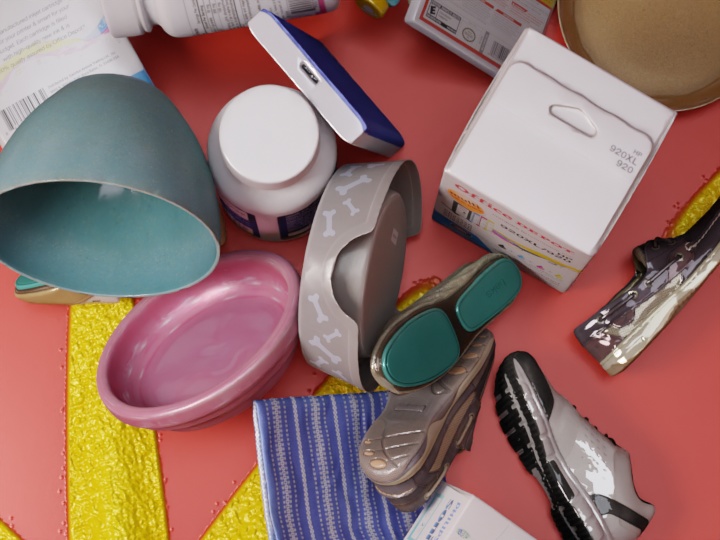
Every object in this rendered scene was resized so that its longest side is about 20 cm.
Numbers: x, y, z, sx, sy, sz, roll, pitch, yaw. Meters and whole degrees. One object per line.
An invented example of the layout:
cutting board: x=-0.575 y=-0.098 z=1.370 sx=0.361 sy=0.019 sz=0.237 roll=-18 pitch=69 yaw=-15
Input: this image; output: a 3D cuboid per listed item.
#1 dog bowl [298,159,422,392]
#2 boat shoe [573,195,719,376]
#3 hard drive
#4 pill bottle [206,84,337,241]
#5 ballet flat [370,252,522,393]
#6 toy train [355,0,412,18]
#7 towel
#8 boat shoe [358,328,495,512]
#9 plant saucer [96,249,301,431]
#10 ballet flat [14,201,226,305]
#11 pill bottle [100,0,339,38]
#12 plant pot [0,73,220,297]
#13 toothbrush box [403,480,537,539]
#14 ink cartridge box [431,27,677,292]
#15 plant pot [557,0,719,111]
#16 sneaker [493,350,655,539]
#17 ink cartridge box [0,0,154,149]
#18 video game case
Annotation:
dog bowl: x=0.000 y=0.000 z=1.491 sx=0.058 sy=0.200 sz=0.202 roll=10 pitch=81 yaw=13
boat shoe: x=0.269 y=0.002 z=1.554 sx=0.065 sy=0.072 sz=0.200 roll=40 pitch=88 yaw=0
hard drive: x=-0.026 y=-0.159 z=1.509 sx=0.025 sy=0.200 sz=0.132 roll=-41 pitch=84 yaw=8
pill bottle: x=-0.075 y=-0.095 z=1.497 sx=0.110 sy=0.200 sz=0.112 roll=0 pitch=81 yaw=-1
ballet flat: x=0.065 y=0.049 z=1.512 sx=0.200 sy=0.062 sz=0.068 roll=-33 pitch=106 yaw=-39
toy train: x=0.057 y=-0.299 z=1.592 sx=0.199 sy=0.056 sz=0.151 roll=-4 pitch=93 yaw=-26
towel: x=-0.002 y=0.176 z=1.488 sx=0.199 sy=0.024 sz=0.146 roll=0 pitch=77 yaw=-41
boat shoe: x=0.062 y=0.128 z=1.511 sx=0.074 sy=0.074 sz=0.200 roll=6 pitch=40 yaw=34
plant saucer: x=-0.131 y=0.067 z=1.499 sx=0.200 sy=0.201 sz=0.051 roll=-34 pitch=123 yaw=-6
ballet flat: x=-0.209 y=-0.005 z=1.551 sx=0.199 sy=0.069 sz=0.063 roll=-26 pitch=116 yaw=2
pill bottle: x=-0.123 y=-0.263 z=1.495 sx=0.198 sy=0.113 sz=0.114 roll=-9 pitch=81 yaw=1
plant pot: x=-0.210 y=-0.082 z=1.445 sx=0.198 sy=0.200 sz=0.136 roll=4 pitch=62 yaw=0
toothbrush box: x=0.117 y=0.296 z=1.469 sx=0.199 sy=0.085 sz=0.147 roll=36 pitch=82 yaw=-15
ink cartridge box: x=0.160 y=-0.089 z=1.500 sx=0.147 sy=0.200 sz=0.145 roll=30 pitch=81 yaw=4
plant pot: x=0.280 y=-0.242 z=1.615 sx=0.198 sy=0.027 sz=0.202 roll=0 pitch=82 yaw=-1
sneaker: x=0.186 y=0.158 z=1.536 sx=0.080 sy=0.074 sz=0.201 roll=-26 pitch=86 yaw=-19
ink cartridge box: x=-0.280 y=-0.185 z=1.568 sx=0.144 sy=0.085 sz=0.201 roll=-29 pitch=84 yaw=-6
video game case: x=0.129 y=-0.285 z=1.585 sx=0.142 sy=0.017 sz=0.201 roll=27 pitch=80 yaw=-33
